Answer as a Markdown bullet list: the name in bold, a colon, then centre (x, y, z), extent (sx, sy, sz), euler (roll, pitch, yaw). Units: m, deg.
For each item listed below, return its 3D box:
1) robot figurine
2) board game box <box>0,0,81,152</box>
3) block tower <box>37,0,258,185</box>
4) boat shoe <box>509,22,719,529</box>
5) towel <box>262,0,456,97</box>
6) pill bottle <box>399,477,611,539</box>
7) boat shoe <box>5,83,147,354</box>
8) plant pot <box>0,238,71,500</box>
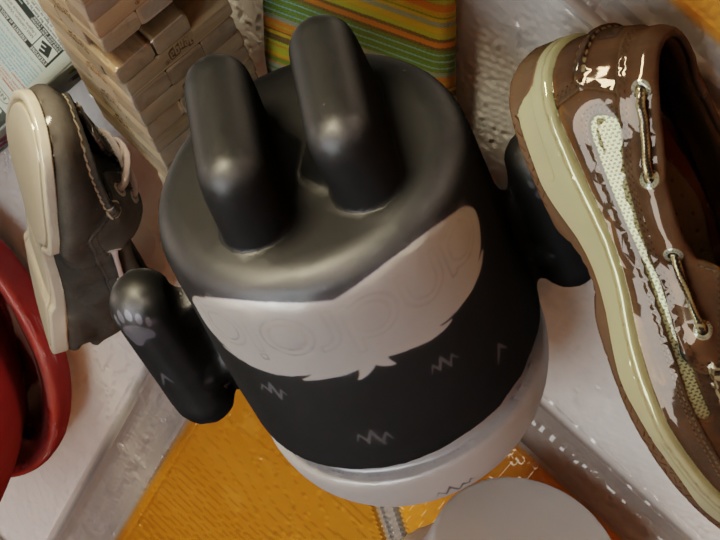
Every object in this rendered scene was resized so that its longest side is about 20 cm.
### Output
- **robot figurine**: centre (-0.002, -0.001, 0.926), extent (0.149, 0.125, 0.201), euler (12, 146, 33)
- **board game box**: centre (-0.189, -0.122, 1.064), extent (0.148, 0.064, 0.200), euler (52, 140, -4)
- **block tower**: centre (-0.087, -0.105, 0.924), extent (0.058, 0.054, 0.200), euler (43, 167, 30)
- **boat shoe**: centre (0.126, 0.006, 0.874), extent (0.074, 0.075, 0.203), euler (-17, 110, 42)
- **towel**: centre (0.002, -0.135, 0.916), extent (0.086, 0.018, 0.201), euler (22, 134, 24)
- **pill bottle**: centre (0.042, 0.177, 1.061), extent (0.111, 0.111, 0.201), euler (37, 140, 13)
- **boat shoe**: centre (-0.113, -0.026, 1.044), extent (0.200, 0.057, 0.067), euler (100, 151, -65)
- **plant pot**: centre (-0.252, 0.068, 1.185), extent (0.199, 0.182, 0.202), euler (24, 135, 26)
